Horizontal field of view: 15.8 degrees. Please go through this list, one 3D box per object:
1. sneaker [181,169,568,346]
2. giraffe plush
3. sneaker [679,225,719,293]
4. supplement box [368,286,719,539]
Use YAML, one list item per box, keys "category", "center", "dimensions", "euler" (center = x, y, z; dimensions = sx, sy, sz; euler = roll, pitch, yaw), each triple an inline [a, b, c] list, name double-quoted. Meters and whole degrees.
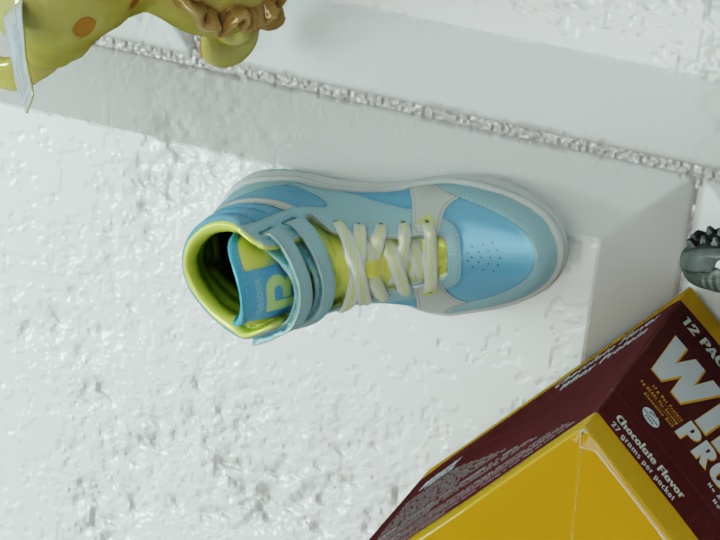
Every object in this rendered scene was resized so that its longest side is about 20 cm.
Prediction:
- category: "sneaker"
  center: [0.000, 0.000, 1.348]
  dimensions: [0.198, 0.131, 0.080]
  euler: [2, 108, 21]
- category: "giraffe plush"
  center: [-0.107, -0.176, 1.317]
  dimensions: [0.172, 0.161, 0.202]
  euler: [-24, 70, 61]
- category: "sneaker"
  center: [0.254, 0.025, 1.291]
  dimensions: [0.198, 0.066, 0.091]
  euler: [7, 108, 17]
- category: "supplement box"
  center: [0.110, 0.142, 1.314]
  dimensions: [0.197, 0.200, 0.133]
  euler: [-37, 92, 28]
